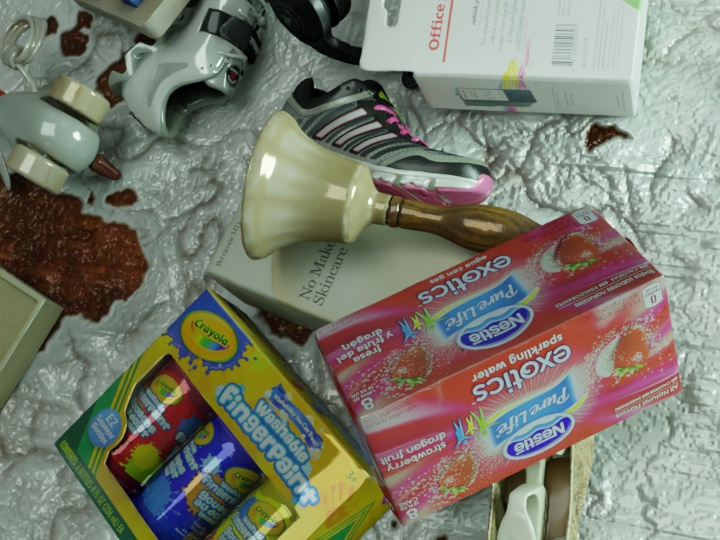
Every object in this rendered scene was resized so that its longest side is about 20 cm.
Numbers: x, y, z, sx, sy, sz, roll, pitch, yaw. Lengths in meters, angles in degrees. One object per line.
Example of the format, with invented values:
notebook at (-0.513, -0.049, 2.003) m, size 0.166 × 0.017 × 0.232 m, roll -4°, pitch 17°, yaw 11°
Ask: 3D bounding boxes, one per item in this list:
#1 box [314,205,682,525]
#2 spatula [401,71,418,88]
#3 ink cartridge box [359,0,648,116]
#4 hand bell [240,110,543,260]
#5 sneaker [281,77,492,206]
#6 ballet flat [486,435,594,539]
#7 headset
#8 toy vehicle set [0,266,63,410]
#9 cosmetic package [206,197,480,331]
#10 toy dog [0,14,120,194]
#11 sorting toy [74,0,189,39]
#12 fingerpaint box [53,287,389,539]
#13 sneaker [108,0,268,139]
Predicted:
box at (0.086, 0.056, 0.711) m, size 0.200 × 0.100 × 0.096 m, roll -24°, pitch 36°, yaw -6°
spatula at (0.103, -0.221, 0.913) m, size 0.200 × 0.021 × 0.057 m, roll -45°, pitch 62°, yaw 2°
ink cartridge box at (0.108, -0.183, 0.855) m, size 0.199 × 0.067 × 0.118 m, roll 6°, pitch 77°, yaw 17°
hand bell at (0.031, -0.039, 0.770) m, size 0.199 × 0.104 × 0.104 m, roll 12°, pitch 75°, yaw 11°
sneaker at (0.013, -0.102, 0.874) m, size 0.199 × 0.074 × 0.088 m, roll 15°, pitch 83°, yaw 31°
ballet flat at (0.114, 0.137, 0.746) m, size 0.070 × 0.065 × 0.201 m, roll -5°, pitch 68°, yaw 21°
headset at (-0.037, -0.240, 0.908) m, size 0.094 × 0.200 × 0.124 m, roll -6°, pitch 61°, yaw 66°
toy vehicle set at (-0.363, 0.040, 1.001) m, size 0.200 × 0.027 × 0.124 m, roll 28°, pitch 83°, yaw 28°
cosmetic package at (0.000, 0.000, 0.842) m, size 0.200 × 0.073 × 0.104 m, roll 19°, pitch 78°, yaw 26°
toy dog at (-0.277, -0.123, 1.008) m, size 0.132 × 0.096 × 0.200 m, roll -44°, pitch 46°, yaw 5°
sorting toy at (-0.177, -0.315, 0.995) m, size 0.199 × 0.070 × 0.200 m, roll -53°, pitch 37°, yaw -4°
fingerpaint box at (-0.099, 0.142, 0.827) m, size 0.167 × 0.073 × 0.200 m, roll -44°, pitch 61°, yaw 1°
sneaker at (-0.114, -0.191, 0.967) m, size 0.200 × 0.074 × 0.089 m, roll -45°, pitch 65°, yaw 10°
